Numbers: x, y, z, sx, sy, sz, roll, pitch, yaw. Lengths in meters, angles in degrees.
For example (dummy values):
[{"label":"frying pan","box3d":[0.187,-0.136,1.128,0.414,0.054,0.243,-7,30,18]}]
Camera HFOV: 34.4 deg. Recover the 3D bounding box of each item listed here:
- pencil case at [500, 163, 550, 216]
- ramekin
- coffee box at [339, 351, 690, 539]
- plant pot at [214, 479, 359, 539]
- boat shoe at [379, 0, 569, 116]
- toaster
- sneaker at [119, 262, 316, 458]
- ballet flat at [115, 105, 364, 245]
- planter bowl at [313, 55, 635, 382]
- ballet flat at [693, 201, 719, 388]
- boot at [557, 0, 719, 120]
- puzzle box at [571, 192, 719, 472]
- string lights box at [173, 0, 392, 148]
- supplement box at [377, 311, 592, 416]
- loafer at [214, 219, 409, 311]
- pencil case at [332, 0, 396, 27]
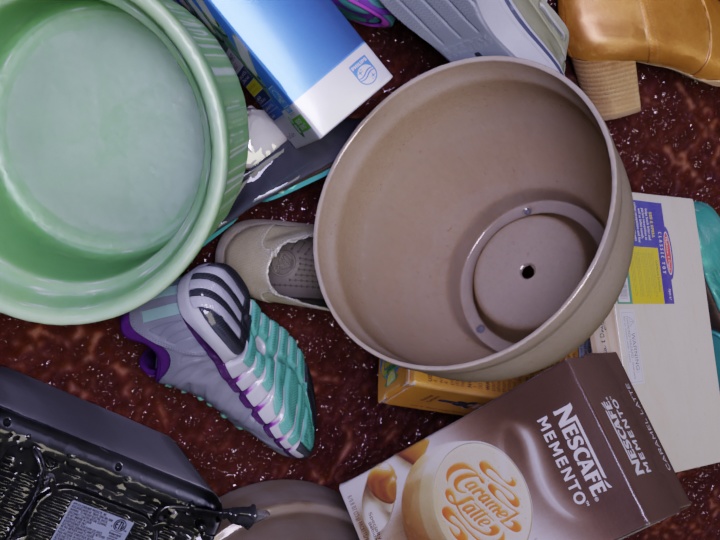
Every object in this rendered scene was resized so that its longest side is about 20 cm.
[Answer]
[{"label":"pencil case","box3d":[0.160,-0.037,0.876,0.089,0.078,0.200,-45,118,-12]},{"label":"ramekin","box3d":[-0.160,-0.077,0.670,0.200,0.098,0.200,2,102,10]},{"label":"coffee box","box3d":[0.097,0.148,0.772,0.200,0.115,0.080,-35,160,29]},{"label":"plant pot","box3d":[-0.041,0.277,0.828,0.200,0.174,0.200,-7,109,-22]},{"label":"boat shoe","box3d":[0.064,-0.176,0.723,0.200,0.072,0.062,42,56,-39]},{"label":"toaster","box3d":[-0.200,0.180,0.758,0.200,0.119,0.181,28,94,-27]},{"label":"sneaker","box3d":[-0.096,0.067,0.803,0.087,0.075,0.200,-9,138,17]},{"label":"ballet flat","box3d":[-0.086,-0.065,0.766,0.200,0.073,0.073,-32,116,-10]},{"label":"planter bowl","box3d":[0.088,-0.016,0.744,0.200,0.200,0.135,-56,144,0]},{"label":"ballet flat","box3d":[0.291,0.030,0.963,0.070,0.067,0.200,-35,119,-27]},{"label":"boot","box3d":[0.240,-0.206,0.863,0.201,0.071,0.144,-20,115,-12]},{"label":"puzzle box","box3d":[0.209,0.043,0.832,0.133,0.025,0.200,2,80,-46]},{"label":"string lights box","box3d":[-0.074,-0.169,0.689,0.059,0.103,0.200,-41,99,-7]},{"label":"supplement box","box3d":[0.116,0.075,0.855,0.200,0.067,0.069,8,68,-18]},{"label":"loafer","box3d":[0.000,0.000,0.821,0.200,0.068,0.076,-4,107,-23]},{"label":"pencil case","box3d":[0.022,-0.260,0.744,0.092,0.085,0.200,25,96,-7]}]
